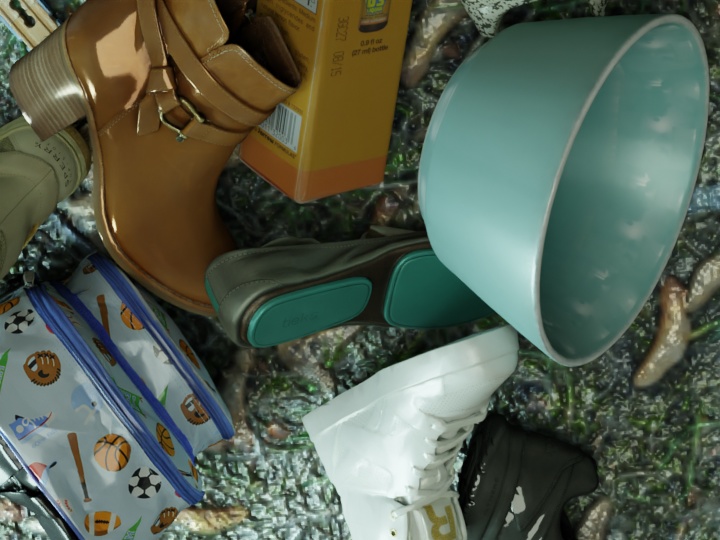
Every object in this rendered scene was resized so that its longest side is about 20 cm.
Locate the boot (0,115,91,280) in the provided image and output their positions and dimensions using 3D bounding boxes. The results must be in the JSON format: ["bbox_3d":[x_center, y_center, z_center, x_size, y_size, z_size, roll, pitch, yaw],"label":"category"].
[{"bbox_3d":[-0.257,-0.001,1.447,0.199,0.156,0.073,-29,108,30],"label":"boot"}]

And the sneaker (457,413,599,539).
[{"bbox_3d":[0.089,0.189,1.519,0.090,0.076,0.201,14,114,-6],"label":"sneaker"}]

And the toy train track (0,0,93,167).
[{"bbox_3d":[-0.174,-0.117,1.468,0.115,0.033,0.200,-37,99,18],"label":"toy train track"}]

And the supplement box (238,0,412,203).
[{"bbox_3d":[-0.016,-0.143,1.395,0.069,0.066,0.201,39,129,40],"label":"supplement box"}]

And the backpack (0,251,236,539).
[{"bbox_3d":[-0.160,0.085,1.455,0.154,0.191,0.200,-42,99,3],"label":"backpack"}]

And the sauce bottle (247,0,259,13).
[{"bbox_3d":[-0.066,-0.199,1.406,0.066,0.066,0.201,18,109,2],"label":"sauce bottle"}]

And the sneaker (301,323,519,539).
[{"bbox_3d":[0.046,0.107,1.439,0.200,0.073,0.116,-35,72,56],"label":"sneaker"}]

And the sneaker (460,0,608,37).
[{"bbox_3d":[0.132,-0.189,1.385,0.199,0.077,0.089,-18,116,21],"label":"sneaker"}]

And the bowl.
[{"bbox_3d":[0.104,-0.058,1.379,0.105,0.201,0.202,20,113,26],"label":"bowl"}]

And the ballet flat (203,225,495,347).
[{"bbox_3d":[0.000,0.000,1.443,0.199,0.064,0.068,-8,132,-33],"label":"ballet flat"}]

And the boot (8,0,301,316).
[{"bbox_3d":[-0.087,-0.077,1.404,0.155,0.077,0.201,-25,105,31],"label":"boot"}]
